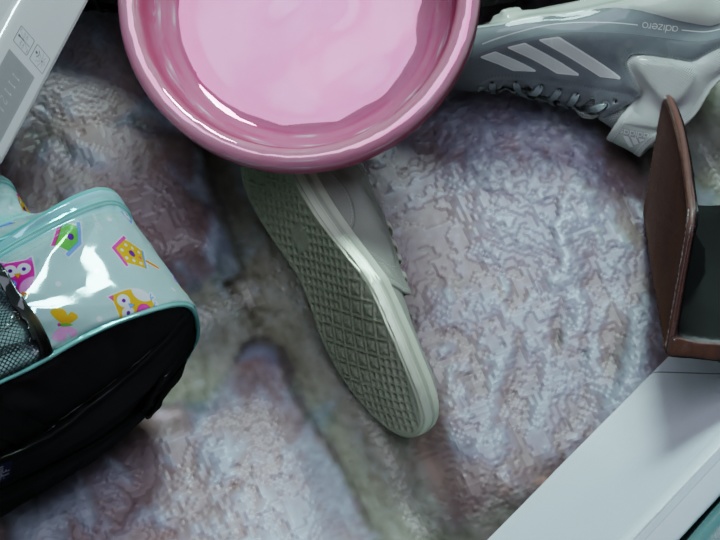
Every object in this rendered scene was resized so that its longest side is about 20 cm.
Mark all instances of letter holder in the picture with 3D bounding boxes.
[{"bbox_3d":[0.214,-0.053,1.329,0.100,0.142,0.200,5,22,1],"label":"letter holder"}]

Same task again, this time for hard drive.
[{"bbox_3d":[0.139,0.117,1.311,0.200,0.132,0.027,-44,106,-19],"label":"hard drive"}]

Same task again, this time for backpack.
[{"bbox_3d":[-0.191,0.040,1.305,0.200,0.176,0.153,-21,66,-22],"label":"backpack"}]

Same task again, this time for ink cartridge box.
[{"bbox_3d":[-0.233,-0.126,1.371,0.176,0.045,0.200,-11,42,37],"label":"ink cartridge box"}]

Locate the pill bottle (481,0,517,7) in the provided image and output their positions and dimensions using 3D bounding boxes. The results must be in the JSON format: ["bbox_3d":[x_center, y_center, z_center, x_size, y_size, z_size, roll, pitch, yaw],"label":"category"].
[{"bbox_3d":[0.108,-0.219,1.471,0.200,0.113,0.113,-11,66,-8],"label":"pill bottle"}]

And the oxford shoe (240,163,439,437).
[{"bbox_3d":[0.000,0.000,1.392,0.058,0.075,0.200,-13,65,-34],"label":"oxford shoe"}]

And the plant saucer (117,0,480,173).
[{"bbox_3d":[-0.032,-0.148,1.378,0.200,0.051,0.201,-1,79,7],"label":"plant saucer"}]

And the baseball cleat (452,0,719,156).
[{"bbox_3d":[0.121,-0.111,1.446,0.200,0.070,0.107,-14,90,8],"label":"baseball cleat"}]

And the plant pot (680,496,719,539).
[{"bbox_3d":[0.240,0.154,1.283,0.200,0.141,0.141,-37,83,-7],"label":"plant pot"}]

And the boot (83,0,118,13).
[{"bbox_3d":[-0.171,-0.159,1.462,0.138,0.077,0.200,-40,61,-13],"label":"boot"}]
